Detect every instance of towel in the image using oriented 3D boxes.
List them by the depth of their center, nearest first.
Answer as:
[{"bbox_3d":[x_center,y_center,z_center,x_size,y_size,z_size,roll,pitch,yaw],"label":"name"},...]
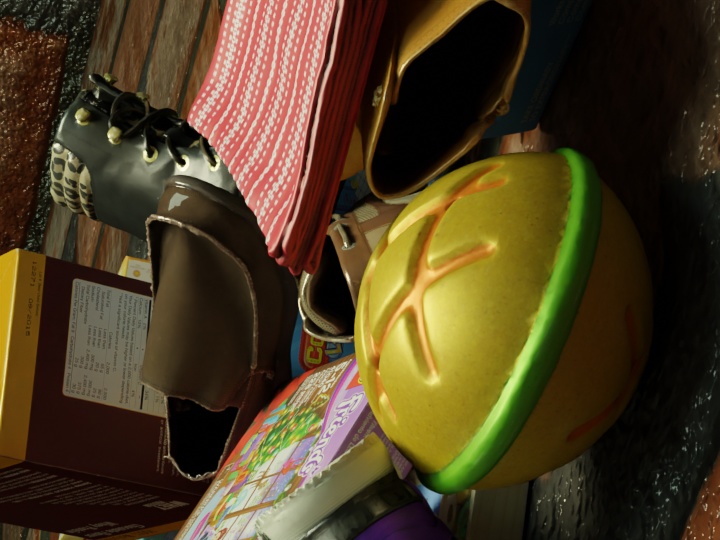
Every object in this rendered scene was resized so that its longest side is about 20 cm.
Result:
[{"bbox_3d":[-0.031,-0.096,0.879,0.200,0.022,0.145,-125,48,-65],"label":"towel"}]

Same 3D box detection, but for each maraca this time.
[{"bbox_3d":[0.050,0.016,0.821,0.137,0.107,0.200,-63,10,4],"label":"maraca"}]

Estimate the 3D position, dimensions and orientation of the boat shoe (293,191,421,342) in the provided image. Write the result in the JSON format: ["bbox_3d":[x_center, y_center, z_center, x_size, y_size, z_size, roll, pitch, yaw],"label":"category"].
[{"bbox_3d":[0.000,0.000,1.056,0.200,0.072,0.076,150,101,-77],"label":"boat shoe"}]

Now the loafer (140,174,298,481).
[{"bbox_3d":[-0.075,0.039,1.099,0.071,0.073,0.200,-50,-32,-36],"label":"loafer"}]

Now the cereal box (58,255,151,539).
[{"bbox_3d":[-0.194,0.106,1.682,0.144,0.039,0.200,131,149,-65],"label":"cereal box"}]

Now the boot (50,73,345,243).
[{"bbox_3d":[-0.085,-0.066,1.114,0.074,0.154,0.204,-53,-14,-38],"label":"boot"}]

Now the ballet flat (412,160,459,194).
[{"bbox_3d":[0.017,-0.113,1.153,0.046,0.067,0.200,123,149,-41],"label":"ballet flat"}]

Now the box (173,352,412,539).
[{"bbox_3d":[-0.044,0.125,1.014,0.137,0.039,0.200,-24,27,56],"label":"box"}]

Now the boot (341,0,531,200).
[{"bbox_3d":[0.009,-0.072,0.861,0.201,0.071,0.144,-56,18,38],"label":"boot"}]

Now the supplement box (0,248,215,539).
[{"bbox_3d":[-0.191,0.091,1.424,0.197,0.200,0.133,-20,61,51],"label":"supplement box"}]

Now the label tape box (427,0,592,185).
[{"bbox_3d":[0.069,-0.140,0.956,0.200,0.063,0.144,-99,24,-46],"label":"label tape box"}]

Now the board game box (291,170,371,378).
[{"bbox_3d":[-0.040,0.009,1.299,0.200,0.056,0.196,138,141,-68],"label":"board game box"}]

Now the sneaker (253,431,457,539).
[{"bbox_3d":[0.012,0.129,0.854,0.070,0.100,0.200,-38,-10,-3],"label":"sneaker"}]

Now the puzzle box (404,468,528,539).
[{"bbox_3d":[0.026,0.157,0.978,0.200,0.025,0.133,145,134,-70],"label":"puzzle box"}]

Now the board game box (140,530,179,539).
[{"bbox_3d":[-0.139,0.139,1.614,0.200,0.047,0.151,180,102,-76],"label":"board game box"}]
